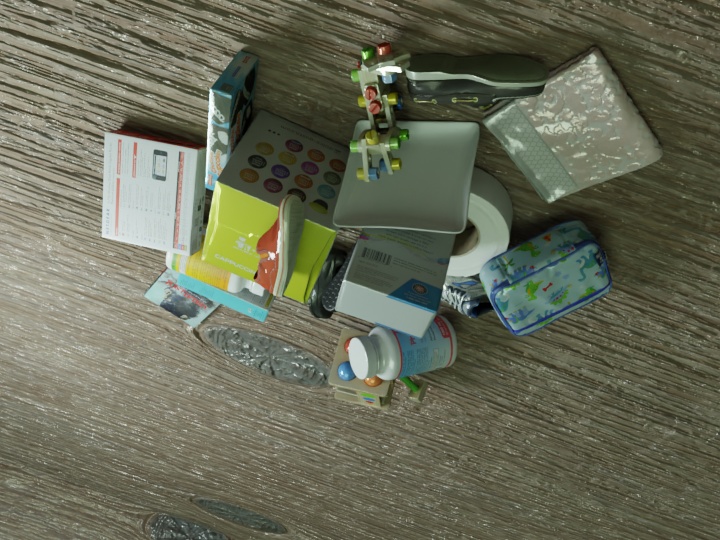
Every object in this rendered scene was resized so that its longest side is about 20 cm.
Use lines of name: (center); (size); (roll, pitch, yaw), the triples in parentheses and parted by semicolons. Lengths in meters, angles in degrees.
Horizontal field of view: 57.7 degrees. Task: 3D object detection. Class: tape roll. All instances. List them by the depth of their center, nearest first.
tape roll: (0.156, -0.082, 1.112); (0.202, 0.071, 0.203); (10, 137, 9)

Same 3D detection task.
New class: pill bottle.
pill bottle: (0.084, 0.156, 1.296); (0.200, 0.109, 0.109); (-8, 146, -26)
pill bottle: (-0.273, -0.022, 1.304); (0.200, 0.111, 0.111); (21, 138, -2)

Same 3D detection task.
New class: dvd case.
dvd case: (-0.396, 0.050, 1.494); (0.146, 0.022, 0.200); (36, 135, -18)

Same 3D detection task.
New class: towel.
towel: (0.308, -0.201, 0.959); (0.191, 0.032, 0.200); (-24, 124, 37)

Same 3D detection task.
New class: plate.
plate: (0.073, -0.141, 0.994); (0.200, 0.200, 0.032); (4, 153, 16)

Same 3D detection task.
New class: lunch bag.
lunch bag: (0.315, 0.018, 1.098); (0.200, 0.083, 0.161); (-27, 134, 9)

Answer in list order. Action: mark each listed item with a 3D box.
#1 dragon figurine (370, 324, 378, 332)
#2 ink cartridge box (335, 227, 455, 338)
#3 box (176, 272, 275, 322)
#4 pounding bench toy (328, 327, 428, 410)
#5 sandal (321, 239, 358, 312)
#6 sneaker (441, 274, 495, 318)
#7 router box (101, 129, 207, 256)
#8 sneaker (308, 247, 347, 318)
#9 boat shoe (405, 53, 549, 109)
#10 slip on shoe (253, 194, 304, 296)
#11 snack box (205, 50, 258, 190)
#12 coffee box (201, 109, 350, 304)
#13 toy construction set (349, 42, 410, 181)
dragon figurine: (0.041, 0.052, 1.302); (0.099, 0.059, 0.200); (29, 146, -10)
ink cartridge box: (0.060, -0.013, 1.021); (0.144, 0.200, 0.085); (19, 142, 1)
box: (-0.277, 0.029, 1.381); (0.200, 0.082, 0.049); (25, 139, -6)
pounding bench toy: (0.047, 0.219, 1.398); (0.200, 0.124, 0.156); (12, 157, 8)
sandal: (0.000, 0.000, 1.234); (0.045, 0.075, 0.200); (20, 119, -39)
sneaker: (0.198, 0.043, 1.218); (0.200, 0.085, 0.077); (4, 136, 17)
router box: (-0.377, -0.143, 1.194); (0.179, 0.049, 0.200); (13, 109, 8)
sneaker: (-0.061, 0.031, 1.315); (0.091, 0.076, 0.200); (3, 140, 5)
boat shoe: (0.162, -0.263, 0.920); (0.201, 0.072, 0.061); (11, 138, 21)
slip on shoe: (-0.125, -0.036, 0.972); (0.061, 0.074, 0.200); (22, 140, 1)
snack box: (-0.208, -0.234, 1.050); (0.037, 0.116, 0.200); (19, 139, 0)
coffee box: (-0.129, -0.103, 1.099); (0.199, 0.198, 0.200); (23, 138, -4)
toy construction set: (0.025, -0.240, 0.942); (0.092, 0.131, 0.200); (11, 133, 10)
